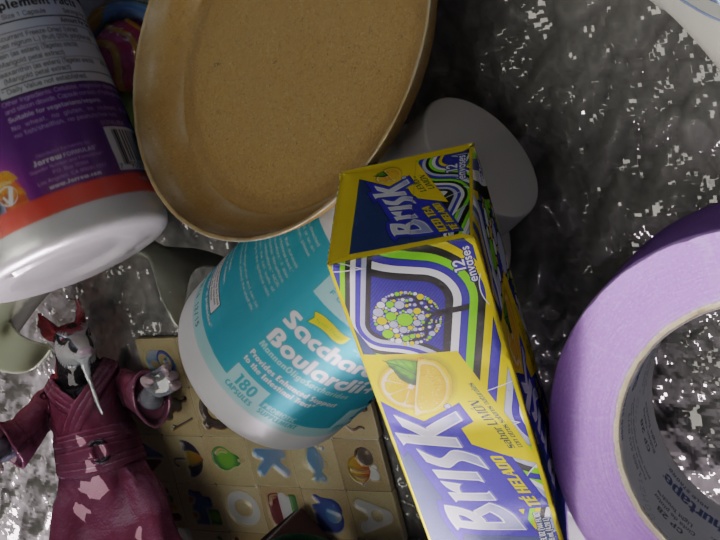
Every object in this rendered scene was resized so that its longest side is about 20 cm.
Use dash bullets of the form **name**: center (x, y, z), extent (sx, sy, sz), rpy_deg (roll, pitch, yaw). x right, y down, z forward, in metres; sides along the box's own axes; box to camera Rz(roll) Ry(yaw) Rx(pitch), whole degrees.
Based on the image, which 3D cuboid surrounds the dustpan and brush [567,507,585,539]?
- **dustpan and brush**: center (0.091, 0.106, 0.809), extent (0.139, 0.057, 0.200), rpy_deg (-13, 110, 49)

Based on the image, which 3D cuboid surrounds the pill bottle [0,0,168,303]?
- **pill bottle**: center (-0.187, -0.093, 0.801), extent (0.111, 0.111, 0.200), rpy_deg (-30, 80, 38)

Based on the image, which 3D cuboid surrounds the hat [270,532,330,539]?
- **hat**: center (0.065, 0.178, 0.801), extent (0.176, 0.166, 0.200), rpy_deg (-42, 75, 24)

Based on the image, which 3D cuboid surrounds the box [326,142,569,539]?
- **box**: center (0.044, 0.048, 0.691), extent (0.064, 0.070, 0.200), rpy_deg (-11, 127, 13)

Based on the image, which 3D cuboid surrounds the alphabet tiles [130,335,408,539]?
- **alphabet tiles**: center (-0.066, 0.116, 0.939), extent (0.200, 0.006, 0.167), rpy_deg (-3, 108, 35)

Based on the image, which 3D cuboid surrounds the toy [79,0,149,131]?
- **toy**: center (-0.118, -0.105, 0.849), extent (0.200, 0.047, 0.115), rpy_deg (-8, 104, 35)

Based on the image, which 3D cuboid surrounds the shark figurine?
- **shark figurine**: center (-0.181, 0.012, 0.897), extent (0.214, 0.089, 0.128), rpy_deg (-30, 84, 14)

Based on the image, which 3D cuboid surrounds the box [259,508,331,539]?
- **box**: center (-0.074, 0.285, 0.915), extent (0.166, 0.164, 0.200), rpy_deg (48, 129, 4)

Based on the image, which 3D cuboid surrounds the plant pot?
- **plant pot**: center (-0.035, -0.110, 0.734), extent (0.200, 0.027, 0.201), rpy_deg (-12, 72, 40)

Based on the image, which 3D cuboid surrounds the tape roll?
- **tape roll**: center (0.189, 0.069, 0.693), extent (0.200, 0.066, 0.201), rpy_deg (7, 108, 22)

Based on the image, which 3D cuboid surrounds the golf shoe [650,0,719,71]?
- **golf shoe**: center (0.119, -0.150, 0.641), extent (0.097, 0.078, 0.200), rpy_deg (-14, 118, 40)

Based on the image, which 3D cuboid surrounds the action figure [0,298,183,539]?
- **action figure**: center (-0.154, 0.116, 0.953), extent (0.134, 0.149, 0.201), rpy_deg (-12, 85, 7)

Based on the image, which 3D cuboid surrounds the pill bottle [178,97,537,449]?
- **pill bottle**: center (0.000, 0.000, 0.777), extent (0.111, 0.111, 0.200), rpy_deg (50, 129, 5)
